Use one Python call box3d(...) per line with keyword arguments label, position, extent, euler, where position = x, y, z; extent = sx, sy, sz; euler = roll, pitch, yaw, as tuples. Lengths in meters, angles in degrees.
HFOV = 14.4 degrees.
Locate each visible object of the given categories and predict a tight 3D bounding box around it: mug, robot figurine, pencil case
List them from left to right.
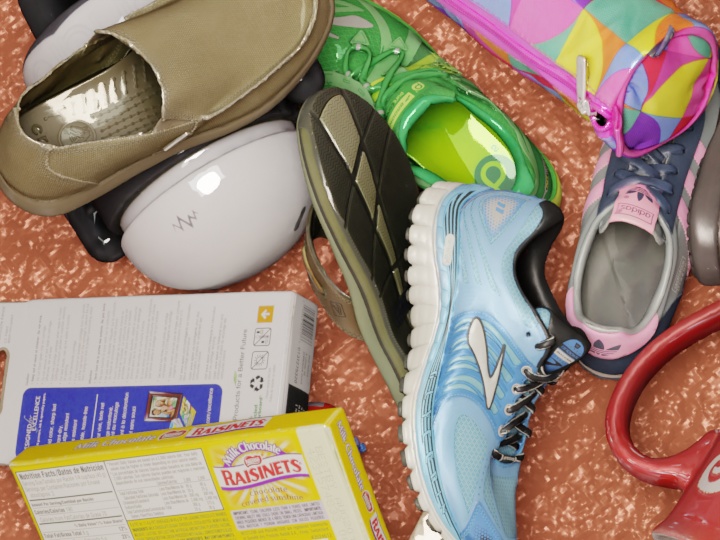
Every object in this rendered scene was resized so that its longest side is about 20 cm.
box3d(label="robot figurine", position=(-0.102, -0.086, 1.533), extent=(0.125, 0.150, 0.200), euler=(-26, 77, -22))
box3d(label="pencil case", position=(0.100, -0.140, 1.506), extent=(0.088, 0.088, 0.200), euler=(-47, 56, -2))
box3d(label="mug", position=(0.238, 0.071, 1.458), extent=(0.177, 0.133, 0.200), euler=(32, 82, -10))

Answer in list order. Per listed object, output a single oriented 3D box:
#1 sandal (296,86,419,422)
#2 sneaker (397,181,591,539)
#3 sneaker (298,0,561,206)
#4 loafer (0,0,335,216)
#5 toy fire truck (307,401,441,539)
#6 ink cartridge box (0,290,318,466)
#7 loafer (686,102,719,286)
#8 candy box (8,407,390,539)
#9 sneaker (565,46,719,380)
box3d(label="sandal", position=(0.000, 0.001, 1.496), extent=(0.057, 0.080, 0.201), euler=(-3, 118, 30))
box3d(label="sneaker", position=(0.071, 0.052, 1.458), extent=(0.090, 0.078, 0.200), euler=(-2, 86, 19))
box3d(label="sneaker", position=(0.026, -0.094, 1.537), extent=(0.200, 0.084, 0.074), euler=(35, 87, 11))
box3d(label="loafer", position=(-0.097, -0.098, 1.436), extent=(0.200, 0.067, 0.076), euler=(-37, 80, -11))
box3d(label="toy fire truck", position=(0.026, 0.154, 1.515), extent=(0.141, 0.049, 0.200), euler=(-21, 78, 3))
box3d(label="ink cartridge box", position=(-0.120, 0.062, 1.532), extent=(0.200, 0.037, 0.095), euler=(-1, 73, 25))
box3d(label="loafer", position=(0.225, -0.075, 1.495), extent=(0.071, 0.073, 0.200), euler=(7, 62, 19))
box3d(label="candy box", position=(-0.082, 0.130, 1.482), extent=(0.200, 0.026, 0.102), euler=(-8, 110, 30))
box3d(label="sneaker", position=(0.156, -0.042, 1.514), extent=(0.070, 0.082, 0.200), euler=(10, 82, 9))
